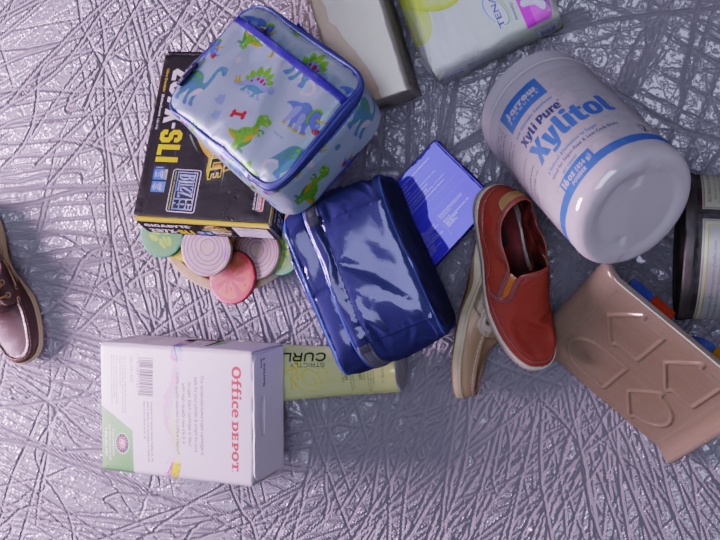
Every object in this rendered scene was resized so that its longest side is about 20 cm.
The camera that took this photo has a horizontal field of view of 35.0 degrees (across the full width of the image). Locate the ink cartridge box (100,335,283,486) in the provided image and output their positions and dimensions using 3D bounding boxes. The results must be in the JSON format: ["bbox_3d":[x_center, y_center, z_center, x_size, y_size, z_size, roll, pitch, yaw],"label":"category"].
[{"bbox_3d":[-0.188,0.153,1.285,0.197,0.084,0.147,2,94,23],"label":"ink cartridge box"}]

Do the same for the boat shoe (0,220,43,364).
[{"bbox_3d":[-0.439,0.018,1.350,0.071,0.072,0.203,-18,90,13],"label":"boat shoe"}]

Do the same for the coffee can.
[{"bbox_3d":[0.415,-0.019,1.127,0.197,0.146,0.149,3,95,12],"label":"coffee can"}]

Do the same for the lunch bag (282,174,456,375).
[{"bbox_3d":[0.000,0.000,1.178,0.131,0.136,0.202,-25,85,12],"label":"lunch bag"}]

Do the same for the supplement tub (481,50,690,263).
[{"bbox_3d":[0.218,-0.113,1.124,0.132,0.131,0.201,-46,45,11],"label":"supplement tub"}]

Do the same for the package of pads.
[{"bbox_3d":[0.107,-0.317,1.211,0.153,0.068,0.202,-24,88,12],"label":"package of pads"}]

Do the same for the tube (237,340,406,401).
[{"bbox_3d":[-0.047,0.115,1.288,0.197,0.052,0.059,-3,50,18],"label":"tube"}]

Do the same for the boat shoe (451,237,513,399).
[{"bbox_3d":[0.142,0.043,1.229,0.064,0.071,0.203,12,95,11],"label":"boat shoe"}]

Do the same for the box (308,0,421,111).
[{"bbox_3d":[-0.004,-0.274,1.226,0.077,0.095,0.203,-17,89,13],"label":"box"}]

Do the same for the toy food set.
[{"bbox_3d":[-0.148,-0.068,1.294,0.197,0.049,0.201,21,98,9],"label":"toy food set"}]

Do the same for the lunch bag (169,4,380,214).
[{"bbox_3d":[-0.086,-0.169,1.158,0.161,0.083,0.200,-46,58,-3],"label":"lunch bag"}]

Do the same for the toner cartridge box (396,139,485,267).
[{"bbox_3d":[0.050,-0.037,1.257,0.095,0.043,0.200,45,101,7],"label":"toner cartridge box"}]

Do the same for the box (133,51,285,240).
[{"bbox_3d":[-0.151,-0.138,1.244,0.157,0.049,0.203,4,73,16],"label":"box"}]

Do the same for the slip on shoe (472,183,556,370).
[{"bbox_3d":[0.165,0.010,1.174,0.073,0.061,0.203,-20,105,-25],"label":"slip on shoe"}]

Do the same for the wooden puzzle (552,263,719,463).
[{"bbox_3d":[0.292,0.091,1.167,0.200,0.186,0.046,44,62,8],"label":"wooden puzzle"}]
